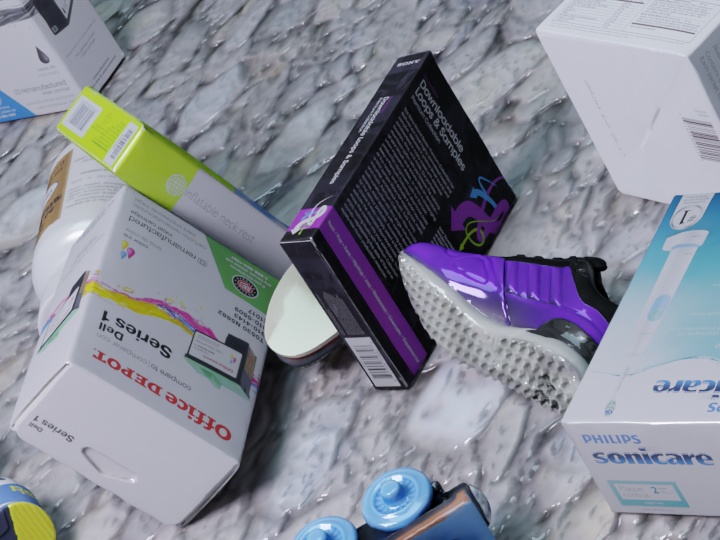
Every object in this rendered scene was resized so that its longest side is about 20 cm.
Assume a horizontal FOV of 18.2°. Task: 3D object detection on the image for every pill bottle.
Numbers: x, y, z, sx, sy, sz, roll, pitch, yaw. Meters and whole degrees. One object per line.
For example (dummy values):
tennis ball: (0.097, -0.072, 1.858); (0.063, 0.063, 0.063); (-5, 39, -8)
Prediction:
pill bottle: (-0.201, -0.013, 1.776); (0.114, 0.115, 0.200); (-23, 33, 15)

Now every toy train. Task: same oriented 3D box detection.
toy train: (0.000, 0.203, 1.336); (0.200, 0.087, 0.114); (-31, 40, -1)

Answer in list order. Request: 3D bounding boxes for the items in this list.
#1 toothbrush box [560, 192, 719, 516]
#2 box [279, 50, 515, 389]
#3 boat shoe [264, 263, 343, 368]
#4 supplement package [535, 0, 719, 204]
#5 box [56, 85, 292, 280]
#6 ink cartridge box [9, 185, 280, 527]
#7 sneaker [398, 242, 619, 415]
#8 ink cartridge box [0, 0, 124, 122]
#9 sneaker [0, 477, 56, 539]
toothbrush box: (0.230, 0.047, 1.340); (0.146, 0.085, 0.200); (-3, 41, 37)
box: (0.030, -0.037, 1.578); (0.036, 0.143, 0.200); (-4, 41, 40)
boat shoe: (0.000, 0.000, 1.633); (0.071, 0.063, 0.200); (22, 58, 23)
supplement package: (0.259, -0.161, 1.537); (0.200, 0.152, 0.150); (-45, 34, -20)
box: (-0.127, -0.058, 1.712); (0.048, 0.200, 0.122); (-54, 34, -1)
ink cartridge box: (-0.147, 0.059, 1.583); (0.084, 0.145, 0.200); (-46, 21, 35)
sneaker: (0.114, 0.023, 1.490); (0.099, 0.070, 0.200); (-38, 45, -21)
ink cartridge box: (-0.344, -0.248, 2.143); (0.145, 0.200, 0.084); (-6, 40, 36)
sneaker: (-0.313, 0.215, 1.606); (0.199, 0.074, 0.082); (-27, 29, -4)
